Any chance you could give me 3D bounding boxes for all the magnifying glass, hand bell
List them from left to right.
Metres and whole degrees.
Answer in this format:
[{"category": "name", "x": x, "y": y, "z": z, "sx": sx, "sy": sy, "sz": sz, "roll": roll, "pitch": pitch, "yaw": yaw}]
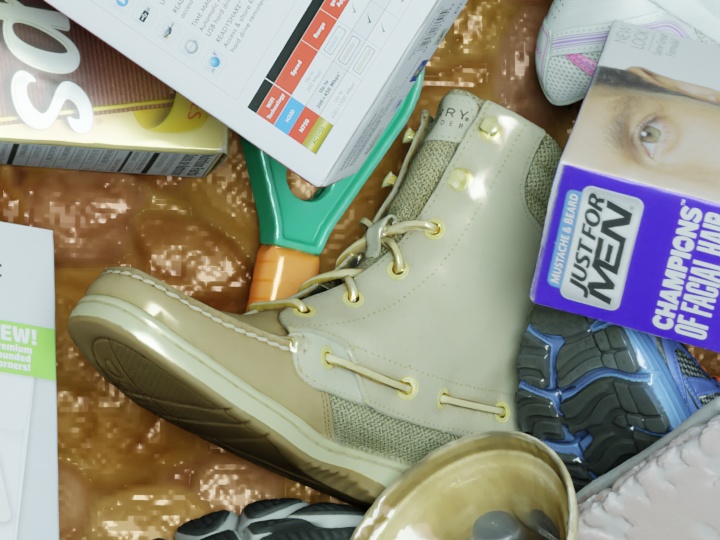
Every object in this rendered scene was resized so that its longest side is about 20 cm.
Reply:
[{"category": "magnifying glass", "x": -0.023, "y": -0.028, "z": 0.835, "sx": 0.080, "sy": 0.022, "sz": 0.200, "roll": 13, "pitch": 86, "yaw": -26}, {"category": "hand bell", "x": 0.090, "y": 0.152, "z": 0.778, "sx": 0.200, "sy": 0.104, "sz": 0.104, "roll": 41, "pitch": 76, "yaw": -33}]

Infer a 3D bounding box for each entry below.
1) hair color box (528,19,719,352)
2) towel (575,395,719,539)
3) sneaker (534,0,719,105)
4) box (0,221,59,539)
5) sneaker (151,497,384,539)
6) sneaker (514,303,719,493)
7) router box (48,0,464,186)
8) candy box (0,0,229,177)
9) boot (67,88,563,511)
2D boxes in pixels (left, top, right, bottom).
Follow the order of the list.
[{"category": "hair color box", "x": 0.169, "y": -0.015, "z": 0.756, "sx": 0.200, "sy": 0.065, "sz": 0.109, "roll": 14, "pitch": 36, "yaw": 9}, {"category": "towel", "x": 0.158, "y": 0.133, "z": 0.777, "sx": 0.191, "sy": 0.200, "sz": 0.032, "roll": 38, "pitch": 57, "yaw": -4}, {"category": "sneaker", "x": 0.150, "y": -0.065, "z": 0.856, "sx": 0.200, "sy": 0.081, "sz": 0.088, "roll": 32, "pitch": 112, "yaw": -12}, {"category": "box", "x": -0.180, "y": 0.068, "z": 0.732, "sx": 0.156, "sy": 0.041, "sz": 0.200, "roll": 10, "pitch": 55, "yaw": -24}, {"category": "sneaker", "x": -0.074, "y": 0.152, "z": 0.795, "sx": 0.200, "sy": 0.081, "sz": 0.084, "roll": -31, "pitch": 104, "yaw": -5}, {"category": "sneaker", "x": 0.126, "y": 0.069, "z": 0.825, "sx": 0.200, "sy": 0.075, "sz": 0.078, "roll": 55, "pitch": 52, "yaw": -30}, {"category": "router box", "x": -0.028, "y": -0.160, "z": 0.719, "sx": 0.179, "sy": 0.049, "sz": 0.200, "roll": 35, "pitch": 105, "yaw": 7}, {"category": "candy box", "x": -0.148, "y": -0.101, "z": 0.805, "sx": 0.200, "sy": 0.056, "sz": 0.117, "roll": 3, "pitch": 82, "yaw": -13}, {"category": "boot", "x": 0.000, "y": 0.000, "z": 0.794, "sx": 0.200, "sy": 0.073, "sz": 0.156, "roll": 28, "pitch": 77, "yaw": -32}]
